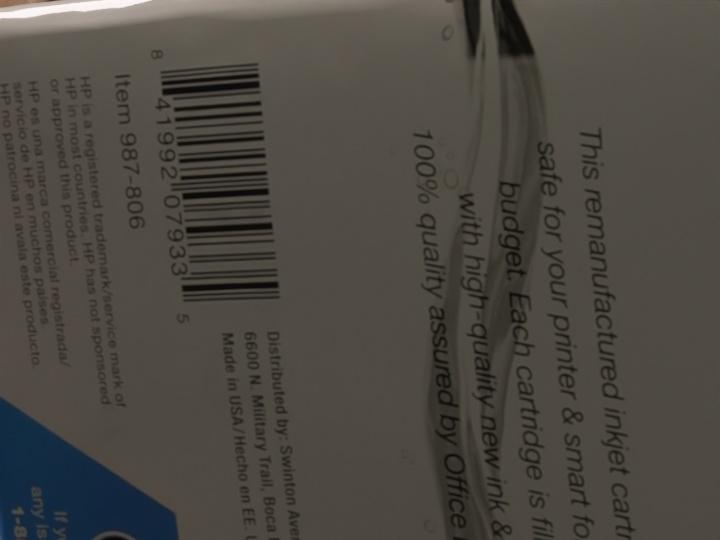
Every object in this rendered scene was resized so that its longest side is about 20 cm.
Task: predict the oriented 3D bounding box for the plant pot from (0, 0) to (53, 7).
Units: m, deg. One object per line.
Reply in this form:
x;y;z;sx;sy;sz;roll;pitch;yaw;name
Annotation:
-0.102;-0.105;1.214;0.199;0.201;0.175;-6;15;3;plant pot

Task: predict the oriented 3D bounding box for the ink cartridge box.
0.031;0.013;0.493;0.199;0.145;0.084;-2;8;27;ink cartridge box
